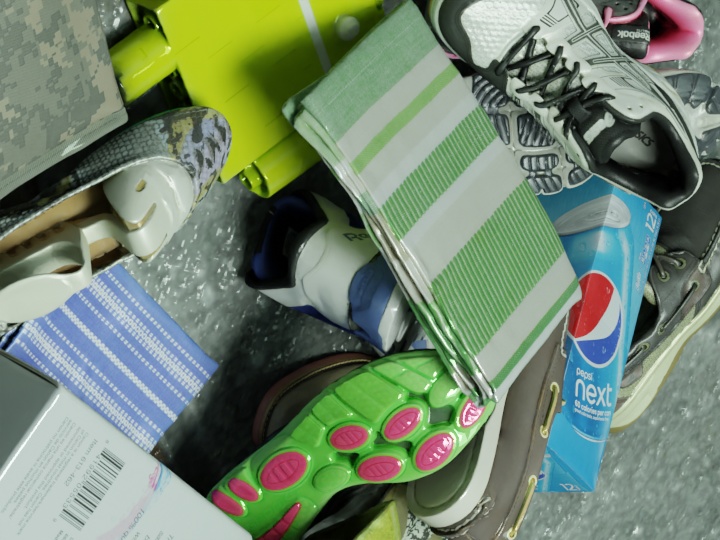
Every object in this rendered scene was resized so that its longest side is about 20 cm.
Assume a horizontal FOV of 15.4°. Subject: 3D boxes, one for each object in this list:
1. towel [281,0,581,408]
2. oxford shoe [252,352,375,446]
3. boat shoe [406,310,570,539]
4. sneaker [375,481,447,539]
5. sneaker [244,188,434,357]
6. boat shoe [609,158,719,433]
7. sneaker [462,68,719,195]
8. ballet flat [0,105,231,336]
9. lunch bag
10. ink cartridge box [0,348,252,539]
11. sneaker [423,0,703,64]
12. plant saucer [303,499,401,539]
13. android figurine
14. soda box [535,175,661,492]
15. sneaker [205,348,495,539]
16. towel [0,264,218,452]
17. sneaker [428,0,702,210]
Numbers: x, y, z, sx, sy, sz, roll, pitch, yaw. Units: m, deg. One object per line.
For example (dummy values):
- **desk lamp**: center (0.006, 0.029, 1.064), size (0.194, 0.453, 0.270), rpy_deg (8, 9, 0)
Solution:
- **towel**: center (0.046, -0.039, 1.484), size (0.200, 0.023, 0.153), rpy_deg (56, 37, -10)
- **oxford shoe**: center (0.023, 0.096, 1.634), size (0.200, 0.075, 0.071), rpy_deg (0, 111, -42)
- **boat shoe**: center (0.086, 0.076, 1.561), size (0.060, 0.072, 0.200), rpy_deg (44, 50, -30)
- **sneaker**: center (0.069, 0.180, 1.603), size (0.077, 0.089, 0.200), rpy_deg (-56, 143, -28)
- **sneaker**: center (0.000, 0.000, 1.569), size (0.081, 0.115, 0.199), rpy_deg (-61, 165, -1)
- **boat shoe**: center (0.193, 0.012, 1.758), size (0.066, 0.072, 0.201), rpy_deg (28, 94, -51)
- **sneaker**: center (0.127, -0.090, 1.646), size (0.200, 0.080, 0.078), rpy_deg (-2, 101, -23)
- **ballet flat**: center (-0.143, -0.018, 1.404), size (0.200, 0.072, 0.072), rpy_deg (-30, 128, -15)
- **lunch bag**: center (-0.229, -0.104, 1.276), size (0.200, 0.118, 0.164), rpy_deg (-36, 131, -32)
- **ink cartridge box**: center (-0.171, 0.151, 1.442), size (0.146, 0.083, 0.200), rpy_deg (-56, 139, -10)
- **sneaker**: center (0.128, -0.153, 1.605), size (0.200, 0.095, 0.079), rpy_deg (-5, 114, -40)
- **plant saucer**: center (-0.058, 0.228, 1.542), size (0.200, 0.200, 0.048), rpy_deg (-44, 92, -19)
- **android figurine**: center (-0.056, -0.132, 1.482), size (0.200, 0.041, 0.182), rpy_deg (-36, 130, -23)
- **soda box**: center (0.125, 0.036, 1.653), size (0.064, 0.068, 0.200), rpy_deg (44, 53, -43)
- **sneaker**: center (-0.008, 0.095, 1.526), size (0.077, 0.200, 0.084), rpy_deg (55, 27, -10)
- **towel**: center (-0.174, 0.094, 1.487), size (0.200, 0.024, 0.145), rpy_deg (-52, 136, -12)
- **sneaker**: center (0.127, -0.108, 1.537), size (0.200, 0.088, 0.076), rpy_deg (31, 113, -27)
